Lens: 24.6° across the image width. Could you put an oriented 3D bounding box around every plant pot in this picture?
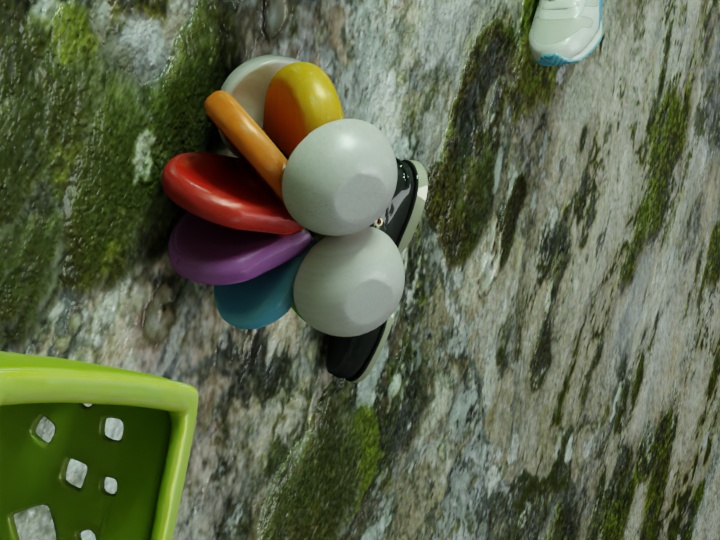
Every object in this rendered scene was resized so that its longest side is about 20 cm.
[{"bbox_3d":[-0.222,0.131,0.855,0.199,0.181,0.201,15,88,-64],"label":"plant pot"}]

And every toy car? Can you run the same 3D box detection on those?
[{"bbox_3d":[-0.065,-0.043,1.162,0.149,0.175,0.201,-19,126,-21],"label":"toy car"}]

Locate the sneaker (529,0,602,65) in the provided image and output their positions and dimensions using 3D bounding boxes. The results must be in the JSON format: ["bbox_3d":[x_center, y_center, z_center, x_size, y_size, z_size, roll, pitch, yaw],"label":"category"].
[{"bbox_3d":[0.214,-0.292,1.689,0.081,0.076,0.200,60,41,-44],"label":"sneaker"}]

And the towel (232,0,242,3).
[{"bbox_3d":[-0.027,-0.302,1.175,0.200,0.085,0.166,-51,143,-44],"label":"towel"}]

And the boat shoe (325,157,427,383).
[{"bbox_3d":[-0.001,-0.001,1.398,0.063,0.074,0.202,4,111,-29],"label":"boat shoe"}]
